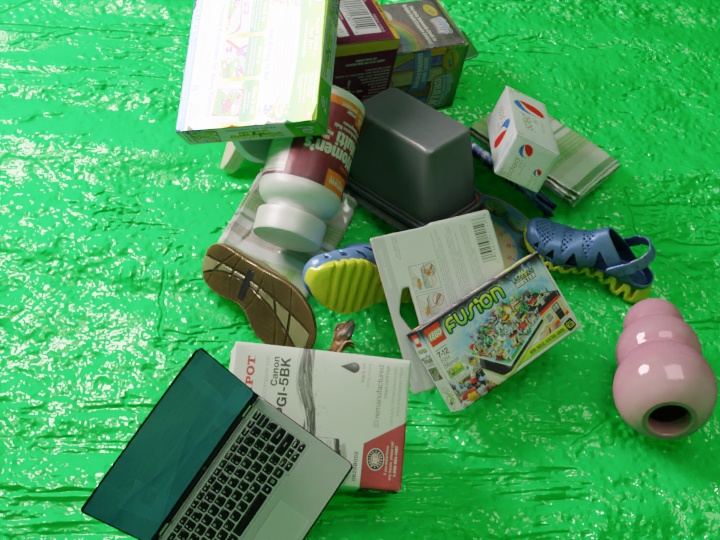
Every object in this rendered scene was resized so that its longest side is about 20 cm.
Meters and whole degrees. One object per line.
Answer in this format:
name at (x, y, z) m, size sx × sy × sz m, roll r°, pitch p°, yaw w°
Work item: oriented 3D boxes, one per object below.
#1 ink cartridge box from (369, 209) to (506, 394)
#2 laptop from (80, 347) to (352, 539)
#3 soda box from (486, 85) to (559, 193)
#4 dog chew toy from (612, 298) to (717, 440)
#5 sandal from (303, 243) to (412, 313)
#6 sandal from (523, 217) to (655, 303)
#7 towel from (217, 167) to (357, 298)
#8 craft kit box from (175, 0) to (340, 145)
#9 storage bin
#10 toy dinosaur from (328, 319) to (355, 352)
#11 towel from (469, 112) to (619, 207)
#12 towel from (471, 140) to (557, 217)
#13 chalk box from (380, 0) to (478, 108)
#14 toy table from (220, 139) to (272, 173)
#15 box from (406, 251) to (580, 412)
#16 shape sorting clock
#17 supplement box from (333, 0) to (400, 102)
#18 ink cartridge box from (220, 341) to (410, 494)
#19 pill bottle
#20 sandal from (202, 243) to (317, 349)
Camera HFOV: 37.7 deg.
ink cartridge box at (0.107, 0.040, 1.309) m, size 0.172 × 0.044 × 0.202 m, roll -13°, pitch 84°, yaw -22°
laptop at (-0.133, 0.214, 1.044) m, size 0.199 × 0.116 × 0.188 m, roll 36°, pitch 79°, yaw 0°
soda box at (0.221, -0.184, 1.454) m, size 0.068 × 0.064 × 0.201 m, roll 24°, pitch 27°, yaw -9°
dog chew toy at (0.374, 0.113, 1.318) m, size 0.123 × 0.125 × 0.201 m, roll 11°, pitch 41°, yaw -2°
sandal at (0.000, 0.000, 1.334) m, size 0.199 × 0.080 × 0.087 m, roll 0°, pitch 35°, yaw -46°
sandal at (0.319, -0.032, 1.435) m, size 0.198 × 0.087 × 0.080 m, roll 19°, pitch 48°, yaw -5°
towel at (-0.102, -0.054, 1.413) m, size 0.148 × 0.031 × 0.201 m, roll 21°, pitch 49°, yaw 7°
craft kit box at (-0.130, -0.265, 1.347) m, size 0.196 × 0.048 × 0.202 m, roll -2°, pitch 71°, yaw 22°
storage bin at (0.077, -0.156, 1.438) m, size 0.145 × 0.135 × 0.200 m, roll -31°, pitch 48°, yaw -29°
toy dinosaur at (-0.049, 0.138, 1.254) m, size 0.105 × 0.061 × 0.200 m, roll 9°, pitch 37°, yaw 35°
towel at (0.277, -0.181, 1.591) m, size 0.199 × 0.031 × 0.149 m, roll 37°, pitch 44°, yaw 20°
towel at (0.189, -0.148, 1.505) m, size 0.200 × 0.145 × 0.024 m, roll 40°, pitch 98°, yaw 22°
chalk box at (0.083, -0.330, 1.630) m, size 0.198 × 0.124 × 0.125 m, roll -11°, pitch 52°, yaw -22°
toy table at (-0.140, -0.236, 1.461) m, size 0.183 × 0.117 × 0.201 m, roll 34°, pitch 68°, yaw -23°
box at (0.163, 0.073, 1.282) m, size 0.199 × 0.035 × 0.111 m, roll -32°, pitch 91°, yaw -24°
shape sorting clock at (0.166, -0.035, 1.448) m, size 0.198 × 0.039 × 0.201 m, roll 6°, pitch 49°, yaw -7°
supplement box at (-0.028, -0.289, 1.516) m, size 0.102 × 0.201 × 0.132 m, roll -12°, pitch 53°, yaw -22°
ink cartridge box at (-0.052, 0.164, 1.164) m, size 0.198 × 0.083 × 0.148 m, roll 6°, pitch 79°, yaw -6°
pill bottle at (-0.069, -0.132, 1.362) m, size 0.108 × 0.110 × 0.202 m, roll 15°, pitch 76°, yaw 1°
sandal at (-0.118, 0.031, 1.303) m, size 0.200 × 0.081 × 0.054 m, roll 37°, pitch 17°, yaw 31°
